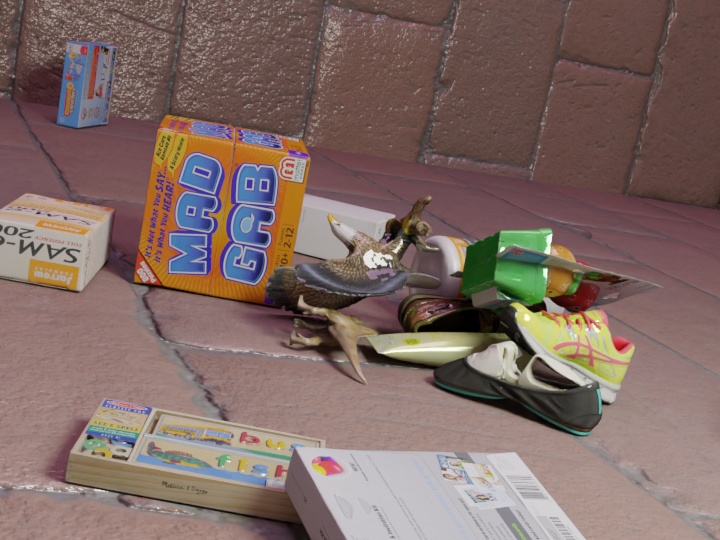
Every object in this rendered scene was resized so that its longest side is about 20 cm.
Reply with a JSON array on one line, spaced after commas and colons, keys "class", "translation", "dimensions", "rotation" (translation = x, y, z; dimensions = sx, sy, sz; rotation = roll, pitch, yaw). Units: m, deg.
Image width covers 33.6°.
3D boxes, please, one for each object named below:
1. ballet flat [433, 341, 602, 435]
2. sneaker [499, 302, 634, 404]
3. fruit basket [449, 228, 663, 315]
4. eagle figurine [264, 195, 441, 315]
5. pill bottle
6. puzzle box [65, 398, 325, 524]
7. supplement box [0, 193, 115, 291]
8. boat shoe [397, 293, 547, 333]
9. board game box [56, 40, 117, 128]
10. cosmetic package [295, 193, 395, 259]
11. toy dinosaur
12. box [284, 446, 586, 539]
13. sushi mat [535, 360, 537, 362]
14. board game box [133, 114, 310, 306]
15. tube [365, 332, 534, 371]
[{"class": "ballet flat", "translation": [0.177, 0.119, 1.320], "dimensions": [0.199, 0.069, 0.068], "rotation": [16, 14, 24]}, {"class": "sneaker", "translation": [0.243, 0.075, 1.389], "dimensions": [0.199, 0.091, 0.078], "rotation": [31, 6, -33]}, {"class": "fruit basket", "translation": [0.228, 0.018, 1.424], "dimensions": [0.199, 0.094, 0.185], "rotation": [19, -15, -15]}, {"class": "eagle figurine", "translation": [-0.005, -0.004, 1.486], "dimensions": [0.150, 0.152, 0.200], "rotation": [32, 61, 33]}, {"class": "pill bottle", "translation": [0.174, 0.020, 1.607], "dimensions": [0.199, 0.117, 0.116], "rotation": [6, 13, -28]}, {"class": "puzzle box", "translation": [-0.127, 0.153, 0.971], "dimensions": [0.198, 0.026, 0.133], "rotation": [11, 11, -3]}, {"class": "supplement box", "translation": [-0.391, -0.040, 1.510], "dimensions": [0.125, 0.074, 0.200], "rotation": [10, 12, -5]}, {"class": "boat shoe", "translation": [0.149, 0.068, 1.500], "dimensions": [0.198, 0.073, 0.068], "rotation": [-4, 20, -13]}, {"class": "board game box", "translation": [-0.661, -0.453, 2.894], "dimensions": [0.055, 0.202, 0.196], "rotation": [12, 11, 7]}, {"class": "cosmetic package", "translation": [-0.054, -0.069, 1.947], "dimensions": [0.198, 0.086, 0.108], "rotation": [16, 13, 16]}, {"class": "toy dinosaur", "translation": [-0.029, 0.068, 1.389], "dimensions": [0.100, 0.059, 0.200], "rotation": [12, 12, -4]}, {"class": "box", "translation": [0.061, 0.190, 0.879], "dimensions": [0.199, 0.041, 0.156], "rotation": [7, 23, -27]}, {"class": "sushi mat", "translation": [0.142, 0.083, 1.593], "dimensions": [0.095, 0.012, 0.200], "rotation": [4, 14, -30]}, {"class": "board game box", "translation": [-0.186, -0.086, 1.610], "dimensions": [0.198, 0.202, 0.200], "rotation": [10, 11, -8]}, {"class": "tube", "translation": [0.109, 0.095, 1.426], "dimensions": [0.198, 0.052, 0.058], "rotation": [4, -32, -11]}]
